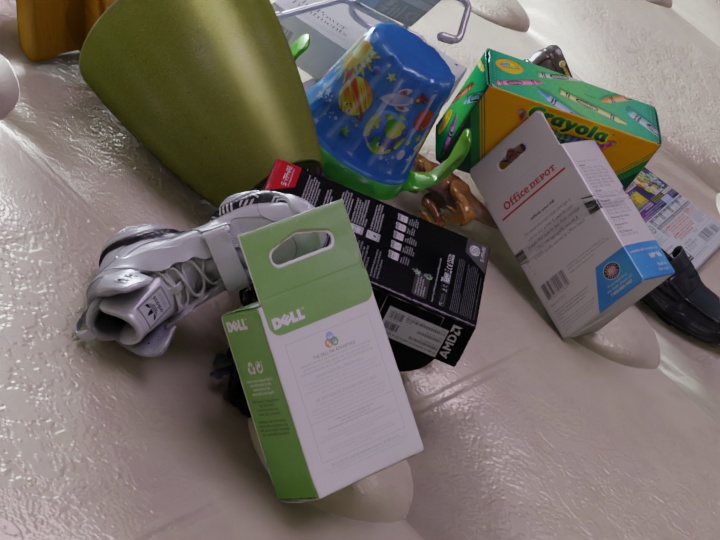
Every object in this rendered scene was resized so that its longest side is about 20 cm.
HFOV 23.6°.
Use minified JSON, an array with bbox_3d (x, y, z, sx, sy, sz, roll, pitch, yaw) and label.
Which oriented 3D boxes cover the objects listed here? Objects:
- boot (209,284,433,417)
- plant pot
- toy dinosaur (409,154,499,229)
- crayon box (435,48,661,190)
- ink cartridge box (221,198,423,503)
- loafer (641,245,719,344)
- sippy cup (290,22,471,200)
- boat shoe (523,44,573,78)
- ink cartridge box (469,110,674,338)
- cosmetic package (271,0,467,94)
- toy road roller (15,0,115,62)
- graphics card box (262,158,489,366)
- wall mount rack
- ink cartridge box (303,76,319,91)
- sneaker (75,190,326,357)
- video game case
[{"bbox_3d":[-0.020,0.070,1.403,0.197,0.074,0.163,18,29,-12],"label":"boot"},{"bbox_3d":[-0.122,-0.147,1.549,0.187,0.187,0.200,-10,60,-51],"label":"plant pot"},{"bbox_3d":[0.097,-0.073,1.741,0.200,0.060,0.106,35,36,-13],"label":"toy dinosaur"},{"bbox_3d":[0.190,-0.138,1.756,0.199,0.119,0.058,17,46,-17],"label":"crayon box"},{"bbox_3d":[-0.036,0.060,1.282,0.104,0.059,0.201,-20,95,-35],"label":"ink cartridge box"},{"bbox_3d":[0.329,0.009,1.841,0.200,0.071,0.068,33,29,1],"label":"loafer"},{"bbox_3d":[0.017,-0.159,1.642,0.177,0.131,0.140,5,39,-48],"label":"sippy cup"},{"bbox_3d":[0.231,-0.162,1.887,0.201,0.060,0.072,51,6,-41],"label":"boat shoe"},{"bbox_3d":[0.207,-0.049,1.713,0.068,0.116,0.201,-10,66,-50],"label":"ink cartridge box"},{"bbox_3d":[0.003,-0.231,1.837,0.200,0.052,0.151,33,26,3],"label":"cosmetic package"},{"bbox_3d":[-0.270,-0.273,1.632,0.145,0.123,0.200,-18,43,-27],"label":"toy road roller"},{"bbox_3d":[0.004,-0.008,1.423,0.199,0.051,0.126,21,33,-5],"label":"graphics card box"},{"bbox_3d":[0.008,-0.259,1.702,0.173,0.200,0.075,23,71,-15],"label":"wall mount rack"},{"bbox_3d":[-0.030,-0.152,1.768,0.099,0.039,0.200,39,28,10],"label":"ink cartridge box"},{"bbox_3d":[-0.125,0.007,1.314,0.115,0.199,0.075,-67,140,-53],"label":"sneaker"},{"bbox_3d":[0.328,-0.065,2.005,0.182,0.023,0.200,39,30,11],"label":"video game case"}]
